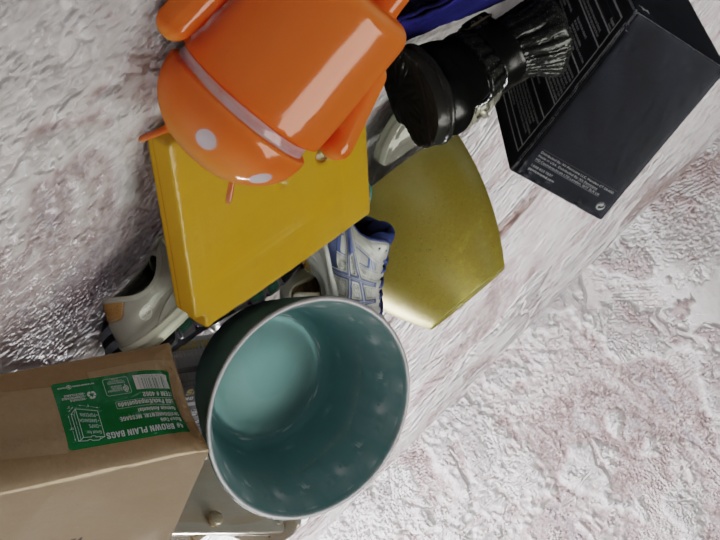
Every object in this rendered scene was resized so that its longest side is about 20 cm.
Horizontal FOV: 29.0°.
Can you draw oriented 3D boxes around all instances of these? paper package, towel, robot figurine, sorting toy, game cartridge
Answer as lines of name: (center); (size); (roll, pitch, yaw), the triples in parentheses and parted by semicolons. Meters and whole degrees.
paper package: (-0.239, 0.159, 1.071); (0.199, 0.104, 0.191); (-8, 148, -28)
towel: (0.096, -0.238, 1.095); (0.199, 0.050, 0.147); (-27, -176, -35)
robot figurine: (-0.049, -0.136, 0.891); (0.200, 0.117, 0.144); (-48, 167, 10)
sorting toy: (-0.194, 0.230, 1.318); (0.199, 0.107, 0.180); (10, 142, -45)
game cartridge: (-0.071, -0.072, 1.065); (0.200, 0.032, 0.177); (-35, 138, -33)

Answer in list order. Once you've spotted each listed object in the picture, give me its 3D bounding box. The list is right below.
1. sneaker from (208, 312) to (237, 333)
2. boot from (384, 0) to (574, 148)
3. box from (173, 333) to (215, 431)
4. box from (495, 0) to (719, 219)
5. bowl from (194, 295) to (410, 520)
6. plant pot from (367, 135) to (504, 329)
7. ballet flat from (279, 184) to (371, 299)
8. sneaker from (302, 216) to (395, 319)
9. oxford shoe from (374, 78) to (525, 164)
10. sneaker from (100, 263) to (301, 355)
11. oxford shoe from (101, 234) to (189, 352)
sneaker: (-0.105, 0.078, 1.421); (0.081, 0.083, 0.200); (-44, 167, -8)
boot: (0.104, -0.168, 1.136); (0.157, 0.080, 0.211); (-16, -163, -3)
box: (-0.155, 0.124, 1.315); (0.199, 0.049, 0.159); (-6, 144, -31)
box: (0.241, -0.196, 1.396); (0.199, 0.123, 0.201); (-54, -158, 29)
bowl: (-0.066, 0.105, 1.222); (0.200, 0.105, 0.202); (-11, 112, -29)
plant pot: (0.066, -0.025, 1.444); (0.200, 0.142, 0.200); (-38, 175, -4)
ballet flat: (-0.049, -0.009, 1.354); (0.065, 0.070, 0.201); (-15, 130, -46)
sneaker: (0.000, 0.000, 1.286); (0.088, 0.201, 0.075); (-24, -148, 5)
oxford shoe: (0.094, -0.164, 1.344); (0.200, 0.058, 0.075); (-40, 168, -19)
sneaker: (-0.141, 0.020, 1.205); (0.199, 0.075, 0.088); (-30, 175, -22)
oxford shoe: (-0.132, -0.015, 1.123); (0.200, 0.058, 0.075); (-47, -164, -26)
